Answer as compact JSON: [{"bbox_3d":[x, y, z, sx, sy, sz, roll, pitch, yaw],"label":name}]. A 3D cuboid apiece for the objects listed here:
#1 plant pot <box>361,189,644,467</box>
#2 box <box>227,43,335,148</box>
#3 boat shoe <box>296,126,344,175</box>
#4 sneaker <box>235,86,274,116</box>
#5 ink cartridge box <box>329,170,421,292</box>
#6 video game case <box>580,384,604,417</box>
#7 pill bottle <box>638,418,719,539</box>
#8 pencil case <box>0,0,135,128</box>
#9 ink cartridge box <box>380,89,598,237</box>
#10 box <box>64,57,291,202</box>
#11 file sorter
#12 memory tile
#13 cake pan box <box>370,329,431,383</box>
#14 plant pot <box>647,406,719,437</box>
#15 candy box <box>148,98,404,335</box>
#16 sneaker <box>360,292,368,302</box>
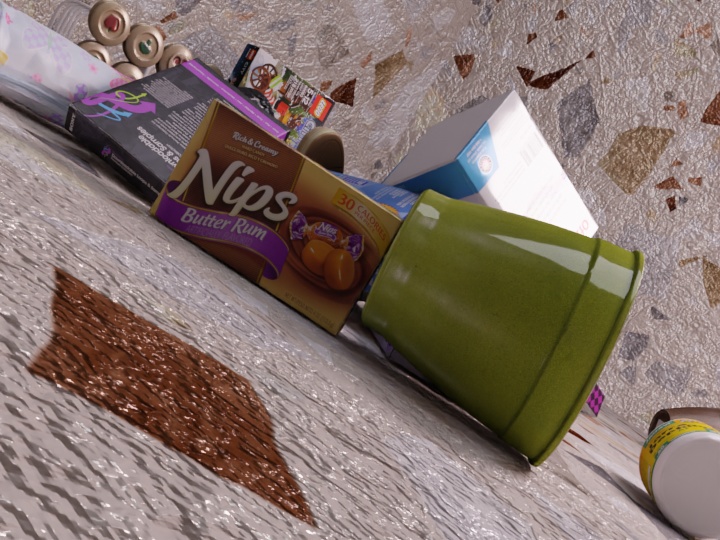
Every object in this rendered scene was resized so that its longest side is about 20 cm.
[{"bbox_3d":[0.110,0.030,0.823,0.191,0.203,0.200,28,3,6],"label":"plant pot"},{"bbox_3d":[-0.134,-0.164,1.223,0.136,0.202,0.038,28,2,-38],"label":"box"},{"bbox_3d":[-0.071,-0.101,1.154,0.071,0.202,0.065,-17,56,-27],"label":"boat shoe"},{"bbox_3d":[-0.135,-0.123,1.136,0.072,0.204,0.081,-3,-20,-17],"label":"sneaker"},{"bbox_3d":[0.013,-0.038,1.020,0.197,0.078,0.136,17,25,19],"label":"ink cartridge box"},{"bbox_3d":[0.177,0.097,1.128,0.179,0.036,0.200,15,-20,38],"label":"video game case"},{"bbox_3d":[0.383,0.233,1.111,0.112,0.114,0.200,32,4,10],"label":"pill bottle"},{"bbox_3d":[-0.313,-0.192,0.989,0.199,0.082,0.092,31,45,-42],"label":"pencil case"},{"bbox_3d":[0.150,-0.071,1.125,0.145,0.147,0.201,-16,-64,50],"label":"ink cartridge box"},{"bbox_3d":[-0.182,-0.145,0.985,0.142,0.036,0.200,38,37,12],"label":"box"},{"bbox_3d":[-0.342,-0.259,1.235,0.123,0.140,0.200,28,4,-14],"label":"file sorter"},{"bbox_3d":[-0.261,-0.211,1.147,0.199,0.155,0.017,27,-1,-44],"label":"memory tile"},{"bbox_3d":[0.100,0.095,0.993,0.182,0.053,0.200,30,3,-12],"label":"cake pan box"},{"bbox_3d":[0.740,0.376,2.097,0.197,0.190,0.187,16,6,-10],"label":"plant pot"},{"bbox_3d":[-0.072,-0.048,0.847,0.198,0.118,0.056,33,4,2],"label":"candy box"},{"bbox_3d":[0.000,0.000,1.150,0.087,0.083,0.199,23,-10,-25],"label":"sneaker"}]
